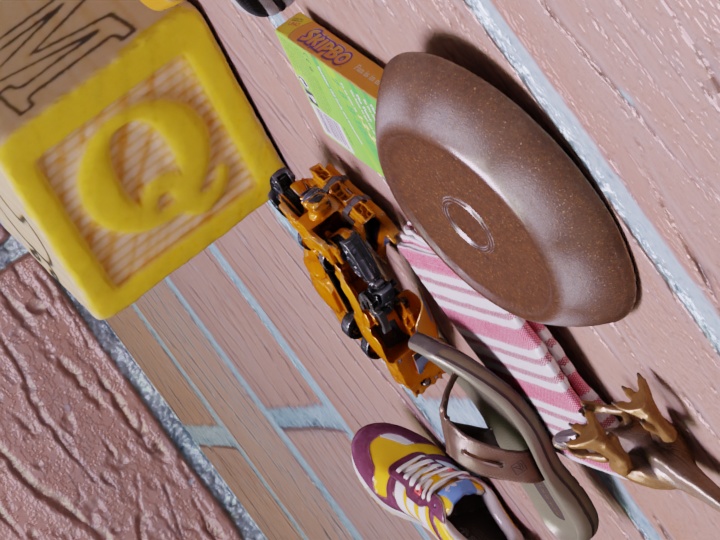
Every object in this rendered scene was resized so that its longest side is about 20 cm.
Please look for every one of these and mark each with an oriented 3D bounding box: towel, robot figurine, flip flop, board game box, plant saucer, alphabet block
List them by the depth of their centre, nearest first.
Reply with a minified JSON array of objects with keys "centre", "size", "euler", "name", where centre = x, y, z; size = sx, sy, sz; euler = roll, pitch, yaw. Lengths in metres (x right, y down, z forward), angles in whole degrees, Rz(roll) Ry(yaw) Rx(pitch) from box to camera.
[{"centre":[0.072,-0.036,1.443],"size":[0.200,0.037,0.201],"euler":[43,161,18],"name":"plant saucer"},{"centre":[0.020,-0.088,1.585],"size":[0.200,0.030,0.096],"euler":[43,164,48],"name":"board game box"},{"centre":[0.108,0.051,1.659],"size":[0.200,0.030,0.146],"euler":[54,169,-17],"name":"towel"},{"centre":[0.093,0.123,1.727],"size":[0.200,0.058,0.081],"euler":[55,168,-27],"name":"flip flop"},{"centre":[0.000,0.000,1.847],"size":[0.145,0.058,0.200],"euler":[43,165,39],"name":"robot figurine"},{"centre":[-0.209,-0.117,1.983],"size":[0.200,0.196,0.196],"euler":[38,163,51],"name":"alphabet block"}]

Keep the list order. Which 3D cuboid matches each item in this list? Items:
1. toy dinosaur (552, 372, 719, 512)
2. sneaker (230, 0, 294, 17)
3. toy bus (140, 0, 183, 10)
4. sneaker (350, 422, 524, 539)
[{"centre":[0.185,0.115,1.516],"size":[0.106,0.060,0.200],"euler":[40,175,-39],"name":"toy dinosaur"},{"centre":[-0.117,-0.245,1.546],"size":[0.200,0.075,0.115],"euler":[58,170,-26],"name":"sneaker"},{"centre":[-0.169,-0.266,1.671],"size":[0.200,0.078,0.065],"euler":[55,169,-10],"name":"toy bus"},{"centre":[0.070,0.186,2.119],"size":[0.200,0.075,0.090],"euler":[41,157,22],"name":"sneaker"}]
